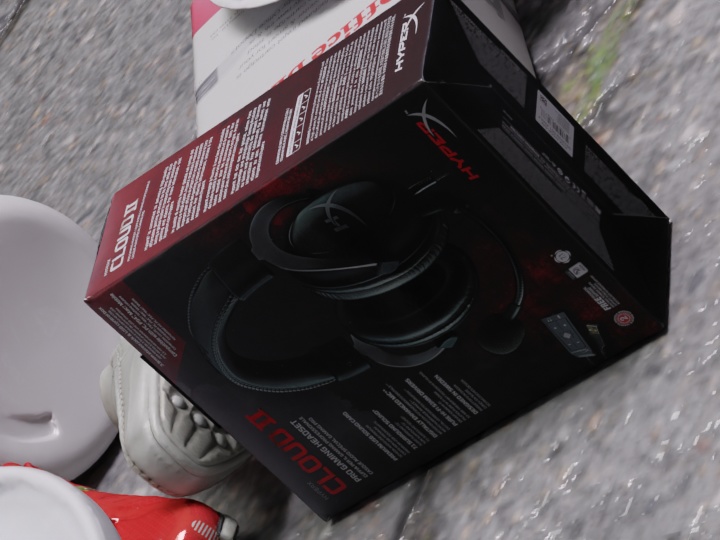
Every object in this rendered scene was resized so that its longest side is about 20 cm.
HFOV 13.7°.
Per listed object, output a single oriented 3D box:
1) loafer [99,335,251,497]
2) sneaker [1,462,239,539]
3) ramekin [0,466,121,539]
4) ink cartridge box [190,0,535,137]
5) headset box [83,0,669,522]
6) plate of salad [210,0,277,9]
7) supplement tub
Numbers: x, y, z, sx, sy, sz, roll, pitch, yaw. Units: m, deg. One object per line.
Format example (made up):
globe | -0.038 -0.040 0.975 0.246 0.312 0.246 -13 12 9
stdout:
loafer | -0.080 0.054 1.327 0.070 0.070 0.200 -42 10 16
sneaker | -0.131 0.120 1.297 0.200 0.085 0.077 -8 45 53
ramekin | -0.145 0.185 1.175 0.202 0.094 0.203 -26 44 28
ink cartridge box | -0.003 -0.105 1.433 0.146 0.083 0.200 -38 25 16
headset box | 0.000 0.000 1.196 0.200 0.149 0.077 -32 28 27
plate of salad | -0.004 -0.203 1.428 0.200 0.048 0.200 -34 26 19
supplement tub | -0.219 0.049 1.471 0.200 0.145 0.145 -16 39 48
